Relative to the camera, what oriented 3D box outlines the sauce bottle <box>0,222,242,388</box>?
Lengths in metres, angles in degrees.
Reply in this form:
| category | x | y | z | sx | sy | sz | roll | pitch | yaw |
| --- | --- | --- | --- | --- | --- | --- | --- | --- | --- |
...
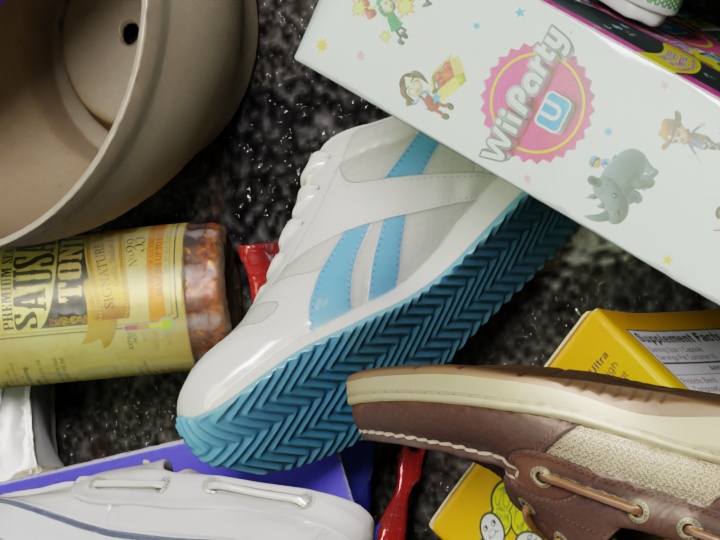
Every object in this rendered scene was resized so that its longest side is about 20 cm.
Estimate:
| category | x | y | z | sx | sy | sz | roll | pitch | yaw |
| --- | --- | --- | --- | --- | --- | --- | --- | --- | --- |
| sauce bottle | -0.151 | 0.020 | 1.098 | 0.199 | 0.066 | 0.066 | -7 | 85 | 2 |

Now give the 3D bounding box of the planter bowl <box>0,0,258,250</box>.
| category | x | y | z | sx | sy | sz | roll | pitch | yaw |
| --- | --- | --- | --- | --- | --- | --- | --- | --- | --- |
| planter bowl | -0.128 | -0.106 | 1.093 | 0.200 | 0.135 | 0.201 | 0 | 90 | 34 |

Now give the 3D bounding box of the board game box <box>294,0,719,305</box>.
| category | x | y | z | sx | sy | sz | roll | pitch | yaw |
| --- | --- | --- | --- | --- | --- | --- | --- | --- | --- |
| board game box | 0.097 | -0.058 | 0.910 | 0.200 | 0.147 | 0.064 | 30 | 106 | 17 |

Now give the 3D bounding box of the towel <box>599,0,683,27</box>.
| category | x | y | z | sx | sy | sz | roll | pitch | yaw |
| --- | --- | --- | --- | --- | --- | --- | --- | --- | --- |
| towel | 0.090 | -0.204 | 0.879 | 0.149 | 0.031 | 0.201 | 34 | 112 | 26 |

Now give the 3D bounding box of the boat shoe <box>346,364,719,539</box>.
| category | x | y | z | sx | sy | sz | roll | pitch | yaw |
| --- | --- | --- | --- | --- | --- | --- | --- | --- | --- |
| boat shoe | 0.081 | 0.073 | 0.859 | 0.199 | 0.072 | 0.072 | 8 | 92 | 27 |

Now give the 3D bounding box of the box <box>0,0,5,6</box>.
| category | x | y | z | sx | sy | sz | roll | pitch | yaw |
| --- | --- | --- | --- | --- | --- | --- | --- | --- | --- |
| box | -0.196 | -0.148 | 1.035 | 0.200 | 0.039 | 0.137 | -45 | 65 | 25 |

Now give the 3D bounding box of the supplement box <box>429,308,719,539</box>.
| category | x | y | z | sx | sy | sz | roll | pitch | yaw |
| --- | --- | --- | --- | --- | --- | --- | --- | --- | --- |
| supplement box | 0.143 | 0.117 | 0.922 | 0.200 | 0.109 | 0.110 | 46 | 113 | 26 |

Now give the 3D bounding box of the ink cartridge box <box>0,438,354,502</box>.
| category | x | y | z | sx | sy | sz | roll | pitch | yaw |
| --- | --- | --- | --- | --- | --- | --- | --- | --- | --- |
| ink cartridge box | -0.074 | 0.172 | 1.050 | 0.197 | 0.043 | 0.201 | -15 | 99 | 24 |

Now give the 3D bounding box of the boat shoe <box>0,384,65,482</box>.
| category | x | y | z | sx | sy | sz | roll | pitch | yaw |
| --- | --- | --- | --- | --- | --- | --- | --- | --- | --- |
| boat shoe | -0.143 | 0.117 | 1.145 | 0.068 | 0.075 | 0.201 | 1 | 85 | 10 |

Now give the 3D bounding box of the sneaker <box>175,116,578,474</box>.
| category | x | y | z | sx | sy | sz | roll | pitch | yaw |
| --- | --- | --- | --- | --- | --- | --- | --- | --- | --- |
| sneaker | 0.000 | 0.000 | 0.997 | 0.200 | 0.077 | 0.081 | -40 | 60 | -21 |

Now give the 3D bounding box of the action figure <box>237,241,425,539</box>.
| category | x | y | z | sx | sy | sz | roll | pitch | yaw |
| --- | --- | --- | --- | --- | --- | --- | --- | --- | --- |
| action figure | -0.009 | 0.086 | 1.062 | 0.065 | 0.052 | 0.201 | -4 | 92 | 39 |

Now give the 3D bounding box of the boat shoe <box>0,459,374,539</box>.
| category | x | y | z | sx | sy | sz | roll | pitch | yaw |
| --- | --- | --- | --- | --- | --- | --- | --- | --- | --- |
| boat shoe | -0.079 | 0.108 | 0.994 | 0.199 | 0.074 | 0.065 | 7 | 49 | 35 |
